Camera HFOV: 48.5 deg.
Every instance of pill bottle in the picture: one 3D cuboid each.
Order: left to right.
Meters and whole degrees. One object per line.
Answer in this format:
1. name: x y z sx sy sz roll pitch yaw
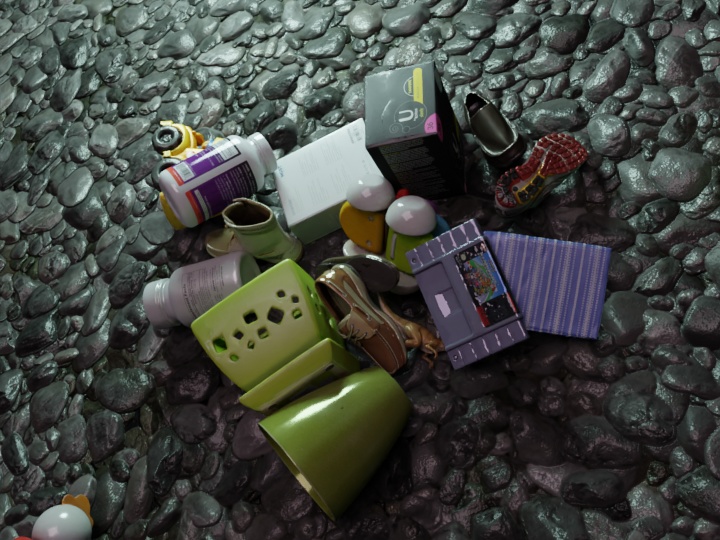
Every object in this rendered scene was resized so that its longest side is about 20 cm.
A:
1. pill bottle: -0.285 0.042 1.449 0.199 0.114 0.115 -14 61 15
2. pill bottle: -0.253 -0.169 1.437 0.200 0.113 0.112 -31 57 -16

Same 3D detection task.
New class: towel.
1. towel: 0.272 0.022 1.224 0.199 0.024 0.145 9 91 10

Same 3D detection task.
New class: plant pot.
1. plant pot: -0.123 0.131 1.301 0.199 0.200 0.182 -35 66 3
2. plant pot: -0.023 0.244 1.228 0.200 0.187 0.187 -39 57 -16

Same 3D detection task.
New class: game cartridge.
1. game cartridge: 0.162 0.036 1.218 0.129 0.038 0.201 -28 76 24

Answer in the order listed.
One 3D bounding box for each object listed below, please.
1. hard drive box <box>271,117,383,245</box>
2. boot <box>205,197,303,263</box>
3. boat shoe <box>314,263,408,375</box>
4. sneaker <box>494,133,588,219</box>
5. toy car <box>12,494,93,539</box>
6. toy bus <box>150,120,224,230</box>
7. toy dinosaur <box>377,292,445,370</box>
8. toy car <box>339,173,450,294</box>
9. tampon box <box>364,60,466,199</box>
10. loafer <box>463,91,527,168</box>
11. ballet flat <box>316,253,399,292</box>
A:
1. hard drive box: -0.051 -0.165 1.477 0.199 0.077 0.156 -24 59 9
2. boot: -0.219 -0.072 1.452 0.199 0.155 0.072 6 67 22
3. boat shoe: -0.006 0.083 1.270 0.074 0.076 0.200 -23 69 -41
4. sneaker: 0.297 -0.159 1.340 0.200 0.082 0.078 -34 70 -17
5. toy car: -0.502 0.473 1.332 0.184 0.177 0.200 -6 35 34
6. toy bus: -0.303 -0.200 1.571 0.191 0.136 0.201 -10 61 1
7. toy dinosaur: 0.079 0.105 1.311 0.200 0.060 0.106 33 73 11
8. toy car: 0.068 -0.072 1.358 0.200 0.175 0.150 31 44 31
9. tampon box: 0.097 -0.231 1.378 0.126 0.200 0.150 -9 63 17
10. loafer: 0.220 -0.246 1.381 0.073 0.071 0.200 -39 37 10
11. ballet flat: 0.000 0.000 1.321 0.046 0.068 0.200 -29 15 -35
